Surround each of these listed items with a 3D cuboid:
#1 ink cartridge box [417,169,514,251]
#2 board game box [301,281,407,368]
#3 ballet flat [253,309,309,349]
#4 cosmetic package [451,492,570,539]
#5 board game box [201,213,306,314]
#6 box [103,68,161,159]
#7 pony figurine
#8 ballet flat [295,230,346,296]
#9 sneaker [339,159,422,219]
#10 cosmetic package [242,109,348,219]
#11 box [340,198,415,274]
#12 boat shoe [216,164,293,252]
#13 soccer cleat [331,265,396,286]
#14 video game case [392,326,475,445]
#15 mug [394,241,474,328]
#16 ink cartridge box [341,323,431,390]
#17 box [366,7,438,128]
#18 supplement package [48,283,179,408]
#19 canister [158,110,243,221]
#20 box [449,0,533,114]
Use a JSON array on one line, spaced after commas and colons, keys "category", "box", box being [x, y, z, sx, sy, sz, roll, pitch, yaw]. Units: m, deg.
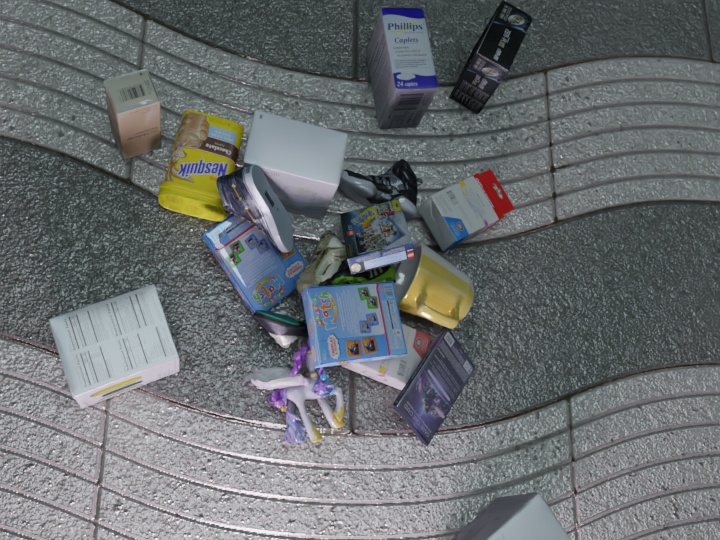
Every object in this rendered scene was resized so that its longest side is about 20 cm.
[{"category": "ink cartridge box", "box": [0.240, -0.138, 1.791, 0.198, 0.067, 0.118, -26, 81, -33]}, {"category": "board game box", "box": [-0.011, 0.104, 1.578, 0.196, 0.036, 0.155, -3, 74, -29]}, {"category": "ballet flat", "box": [-0.129, 0.127, 1.625, 0.196, 0.073, 0.075, 10, 70, -27]}, {"category": "cosmetic package", "box": [0.267, 0.538, 1.523, 0.198, 0.200, 0.124, -35, 82, -20]}, {"category": "board game box", "box": [-0.211, -0.030, 1.648, 0.150, 0.036, 0.202, -36, 100, -21]}, {"category": "box", "box": [-0.460, -0.314, 1.623, 0.093, 0.200, 0.079, -22, 78, -18]}, {"category": "pony figurine", "box": [-0.123, 0.236, 1.573, 0.189, 0.166, 0.205, -15, 95, -20]}, {"category": "ballet flat", "box": [-0.067, -0.018, 1.657, 0.069, 0.074, 0.201, 59, 36, -26]}, {"category": "sneaker", "box": [0.045, -0.200, 1.776, 0.197, 0.075, 0.116, 24, 68, -11]}, {"category": "cosmetic package", "box": [-0.145, -0.215, 1.666, 0.195, 0.200, 0.126, 13, 70, -8]}, {"category": "box", "box": [0.032, -0.074, 1.654, 0.134, 0.038, 0.201, -15, 31, 3]}, {"category": "boat shoe", "box": [-0.208, -0.117, 1.595, 0.089, 0.203, 0.071, -11, 34, 23]}, {"category": "soccer cleat", "box": [0.000, 0.000, 1.672, 0.198, 0.067, 0.082, -3, 67, -53]}, {"category": "video game case", "box": [0.156, 0.239, 1.650, 0.201, 0.019, 0.144, -53, 128, -21]}, {"category": "mug", "box": [0.154, 0.055, 1.687, 0.151, 0.150, 0.190, 25, 56, -14]}, {"category": "ink cartridge box", "box": [0.037, 0.159, 1.649, 0.197, 0.067, 0.119, 24, 68, -17]}, {"category": "box", "box": [0.091, -0.455, 1.804, 0.102, 0.184, 0.205, -6, 75, -13]}, {"category": "supplement package", "box": [-0.459, 0.145, 1.508, 0.196, 0.152, 0.153, -19, 79, -18]}, {"category": "canister", "box": [-0.334, -0.223, 1.687, 0.145, 0.087, 0.204, 13, 69, -9]}, {"category": "box", "box": [0.302, -0.492, 1.856, 0.085, 0.200, 0.166, 28, 69, -2]}]
